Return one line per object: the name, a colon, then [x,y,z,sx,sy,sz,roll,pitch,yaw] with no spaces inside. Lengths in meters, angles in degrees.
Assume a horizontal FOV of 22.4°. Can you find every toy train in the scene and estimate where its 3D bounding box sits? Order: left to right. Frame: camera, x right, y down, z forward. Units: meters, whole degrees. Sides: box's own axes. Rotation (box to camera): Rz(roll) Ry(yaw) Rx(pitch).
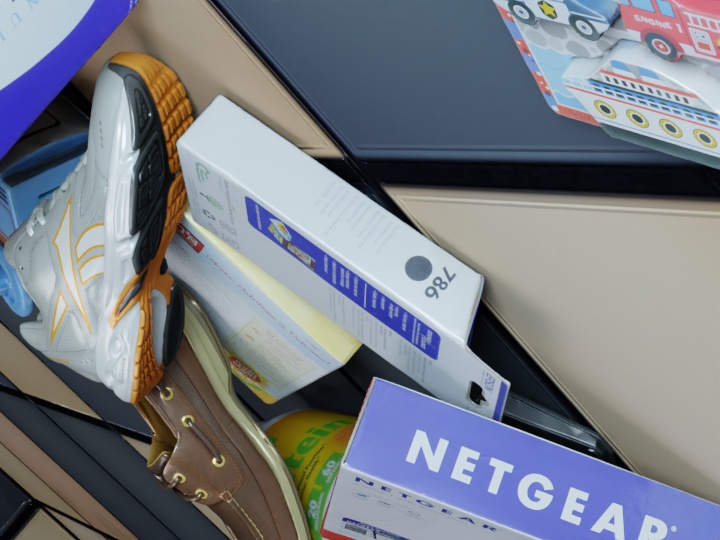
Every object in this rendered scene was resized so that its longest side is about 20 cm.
toy train: [-0.205,-0.058,1.059,0.200,0.087,0.114,39,144,43]

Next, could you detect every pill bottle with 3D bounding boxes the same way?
pill bottle: [-0.016,0.147,1.162,0.111,0.111,0.200,47,161,-22]

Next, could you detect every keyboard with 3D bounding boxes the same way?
keyboard: [0.085,0.110,1.007,0.127,0.021,0.200,20,156,18]

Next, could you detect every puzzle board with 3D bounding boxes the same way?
puzzle board: [0.105,-0.073,0.537,0.200,0.017,0.151,23,156,43]

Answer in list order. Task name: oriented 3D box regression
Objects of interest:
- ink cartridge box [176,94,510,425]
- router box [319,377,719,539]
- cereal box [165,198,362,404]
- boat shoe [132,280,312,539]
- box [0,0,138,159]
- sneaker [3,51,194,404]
ink cartridge box: [0.000,0.000,0.892,0.200,0.039,0.099,37,163,12]
router box: [0.083,0.133,0.941,0.200,0.049,0.180,20,161,3]
cereal box: [-0.074,0.008,1.056,0.144,0.040,0.200,43,162,-4]
boat shoe: [-0.094,0.105,1.067,0.200,0.068,0.072,63,155,-9]
box: [-0.228,-0.132,0.790,0.105,0.184,0.200,17,152,47]
sneaker: [-0.141,-0.023,0.932,0.092,0.076,0.200,17,123,13]
